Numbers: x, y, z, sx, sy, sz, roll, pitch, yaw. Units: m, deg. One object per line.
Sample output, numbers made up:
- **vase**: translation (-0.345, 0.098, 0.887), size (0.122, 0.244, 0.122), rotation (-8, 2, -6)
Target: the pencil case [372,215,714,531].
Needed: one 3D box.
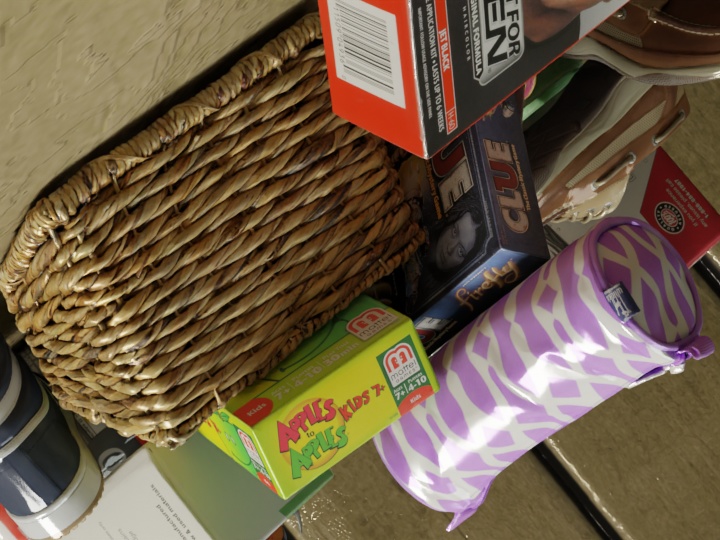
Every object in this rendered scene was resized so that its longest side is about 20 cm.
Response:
- **pencil case**: translation (0.091, 0.052, 0.976), size (0.200, 0.086, 0.084), rotation (-40, 177, 40)

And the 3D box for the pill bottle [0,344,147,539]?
- **pill bottle**: translation (-0.178, 0.089, 1.242), size (0.200, 0.116, 0.116), rotation (-40, 178, -8)

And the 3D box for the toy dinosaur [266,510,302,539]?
- **toy dinosaur**: translation (-0.061, 0.154, 1.235), size (0.200, 0.104, 0.183), rotation (2, -99, 61)

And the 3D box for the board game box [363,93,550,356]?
- **board game box**: translation (0.034, -0.063, 1.045), size (0.034, 0.201, 0.135), rotation (11, 145, -32)

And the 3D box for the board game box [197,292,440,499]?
- **board game box**: translation (-0.055, 0.044, 1.021), size (0.101, 0.048, 0.200), rotation (-34, -151, -18)

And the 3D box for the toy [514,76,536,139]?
- **toy**: translation (0.087, -0.121, 1.102), size (0.115, 0.047, 0.201), rotation (-42, -149, 55)

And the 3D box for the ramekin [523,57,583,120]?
- **ramekin**: translation (0.042, -0.109, 1.258), size (0.200, 0.098, 0.200), rotation (-40, 177, -2)

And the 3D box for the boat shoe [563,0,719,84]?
- **boat shoe**: translation (0.168, -0.158, 1.102), size (0.075, 0.072, 0.199), rotation (-29, -151, -30)

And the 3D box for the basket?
- **basket**: translation (-0.092, -0.033, 0.973), size (0.200, 0.150, 0.142), rotation (-39, -149, -25)

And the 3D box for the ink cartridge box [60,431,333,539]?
- **ink cartridge box**: translation (-0.131, 0.165, 1.106), size (0.200, 0.088, 0.145), rotation (-39, 178, 26)

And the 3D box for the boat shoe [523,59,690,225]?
- **boat shoe**: translation (0.134, -0.062, 1.175), size (0.200, 0.072, 0.076), rotation (-43, -157, -11)

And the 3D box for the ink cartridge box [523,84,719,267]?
- **ink cartridge box**: translation (0.117, -0.012, 1.239), size (0.200, 0.147, 0.083), rotation (-39, 176, -21)

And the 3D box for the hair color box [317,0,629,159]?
- **hair color box**: translation (0.070, -0.149, 0.847), size (0.200, 0.061, 0.102), rotation (-40, 141, -29)

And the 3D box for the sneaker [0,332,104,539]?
- **sneaker**: translation (-0.213, 0.068, 1.053), size (0.070, 0.109, 0.200), rotation (-42, -152, -9)
